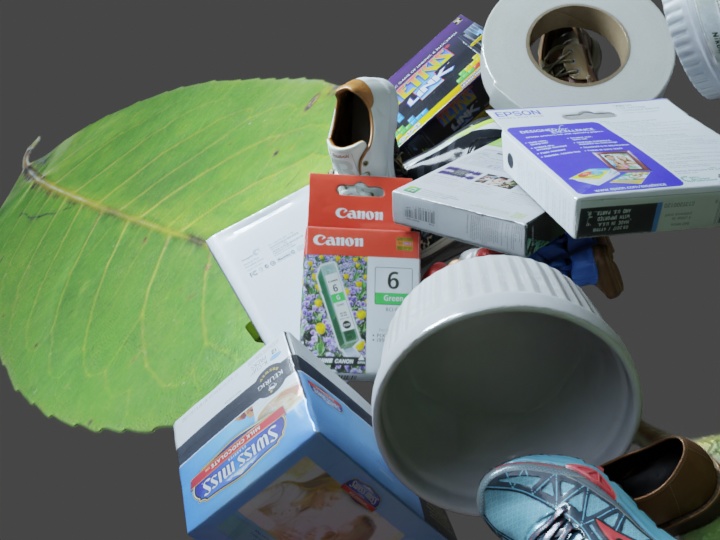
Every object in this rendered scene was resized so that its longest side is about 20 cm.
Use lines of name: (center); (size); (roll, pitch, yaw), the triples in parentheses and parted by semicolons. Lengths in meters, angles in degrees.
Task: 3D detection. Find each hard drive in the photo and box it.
hard drive: (-0.050, 0.019, 0.925); (0.131, 0.025, 0.200); (-29, 65, -11)

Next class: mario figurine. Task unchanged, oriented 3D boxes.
mario figurine: (0.145, 0.023, 0.881); (0.199, 0.107, 0.123); (-18, 3, 19)

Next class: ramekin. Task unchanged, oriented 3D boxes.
ramekin: (0.108, 0.083, 0.727); (0.200, 0.200, 0.105); (-33, 25, 18)

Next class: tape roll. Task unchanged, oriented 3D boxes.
tape roll: (0.224, -0.224, 0.973); (0.201, 0.037, 0.204); (-1, 64, 2)

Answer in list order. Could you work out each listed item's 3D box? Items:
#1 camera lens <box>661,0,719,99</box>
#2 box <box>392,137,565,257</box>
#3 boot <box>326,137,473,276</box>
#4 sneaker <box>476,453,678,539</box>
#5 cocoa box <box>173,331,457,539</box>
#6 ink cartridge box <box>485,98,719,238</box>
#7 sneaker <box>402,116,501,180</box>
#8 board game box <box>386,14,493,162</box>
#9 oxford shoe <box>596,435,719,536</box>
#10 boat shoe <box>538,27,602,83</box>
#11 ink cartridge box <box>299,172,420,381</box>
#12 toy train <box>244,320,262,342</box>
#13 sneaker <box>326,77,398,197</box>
camera lens: (0.385, -0.249, 0.813); (0.199, 0.160, 0.161); (-15, 43, 38)
box: (0.146, -0.075, 0.872); (0.144, 0.037, 0.200); (18, 34, 37)
boot: (0.059, -0.079, 1.003); (0.200, 0.073, 0.151); (-33, 76, 28)
sneaker: (0.150, 0.183, 0.583); (0.199, 0.095, 0.080); (29, 107, 32)
cocoa box: (-0.035, 0.178, 0.766); (0.133, 0.200, 0.131); (-39, 33, 9)
ink cartridge box: (0.233, -0.095, 0.819); (0.197, 0.044, 0.200); (-6, 32, -13)
sneaker: (0.098, -0.100, 1.048); (0.200, 0.072, 0.083); (-40, 33, 7)
board game box: (0.100, -0.227, 1.205); (0.200, 0.057, 0.165); (-42, 34, 4)
oxford shoe: (0.161, 0.179, 0.670); (0.200, 0.071, 0.071); (-38, 35, 13)
boat shoe: (0.226, -0.212, 1.032); (0.075, 0.072, 0.201); (-26, 37, 27)
ink cartridge box: (0.000, 0.000, 0.868); (0.050, 0.108, 0.201); (110, 162, -76)
toy train: (-0.085, 0.095, 0.975); (0.200, 0.085, 0.116); (-36, 78, 13)
sneaker: (-0.005, -0.094, 0.949); (0.072, 0.201, 0.085); (3, 11, 32)
